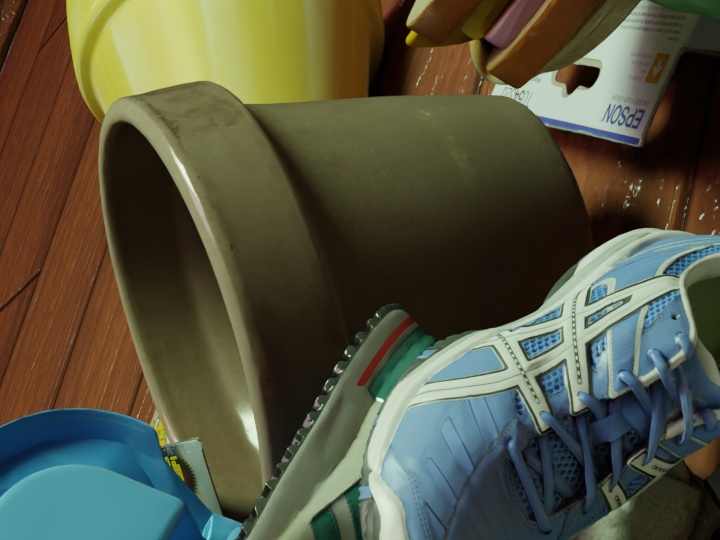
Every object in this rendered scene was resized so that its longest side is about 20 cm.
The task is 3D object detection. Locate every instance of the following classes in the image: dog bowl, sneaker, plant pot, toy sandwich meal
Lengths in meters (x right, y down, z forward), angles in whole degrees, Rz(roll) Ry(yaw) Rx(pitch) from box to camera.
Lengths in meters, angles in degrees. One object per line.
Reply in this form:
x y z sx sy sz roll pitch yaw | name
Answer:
-0.069 0.126 0.756 0.050 0.198 0.112 92 -157 -50 | dog bowl
0.076 0.041 0.681 0.200 0.076 0.077 -42 18 -34 | sneaker
0.000 0.000 0.869 0.201 0.173 0.201 55 156 39 | plant pot
-0.076 -0.108 1.252 0.201 0.199 0.190 -49 38 39 | plant pot
0.005 0.106 0.696 0.201 0.093 0.071 -59 -7 -35 | sneaker
0.073 -0.157 0.763 0.206 0.070 0.206 -55 20 32 | toy sandwich meal

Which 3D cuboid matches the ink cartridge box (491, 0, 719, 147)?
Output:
0.141 -0.150 0.923 0.202 0.043 0.196 -68 18 3 | ink cartridge box

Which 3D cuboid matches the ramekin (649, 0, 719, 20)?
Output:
0.187 -0.167 0.731 0.200 0.097 0.201 -53 23 33 | ramekin

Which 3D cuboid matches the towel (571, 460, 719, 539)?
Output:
0.048 0.142 0.762 0.132 0.034 0.202 25 92 48 | towel

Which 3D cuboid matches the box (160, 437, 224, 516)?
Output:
-0.092 0.176 0.909 0.138 0.040 0.200 70 154 20 | box

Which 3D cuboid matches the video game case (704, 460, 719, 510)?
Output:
0.185 0.040 0.593 0.182 0.025 0.200 -60 19 15 | video game case

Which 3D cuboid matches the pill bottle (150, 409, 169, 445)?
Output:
-0.052 0.087 1.046 0.113 0.112 0.202 -18 50 65 | pill bottle
